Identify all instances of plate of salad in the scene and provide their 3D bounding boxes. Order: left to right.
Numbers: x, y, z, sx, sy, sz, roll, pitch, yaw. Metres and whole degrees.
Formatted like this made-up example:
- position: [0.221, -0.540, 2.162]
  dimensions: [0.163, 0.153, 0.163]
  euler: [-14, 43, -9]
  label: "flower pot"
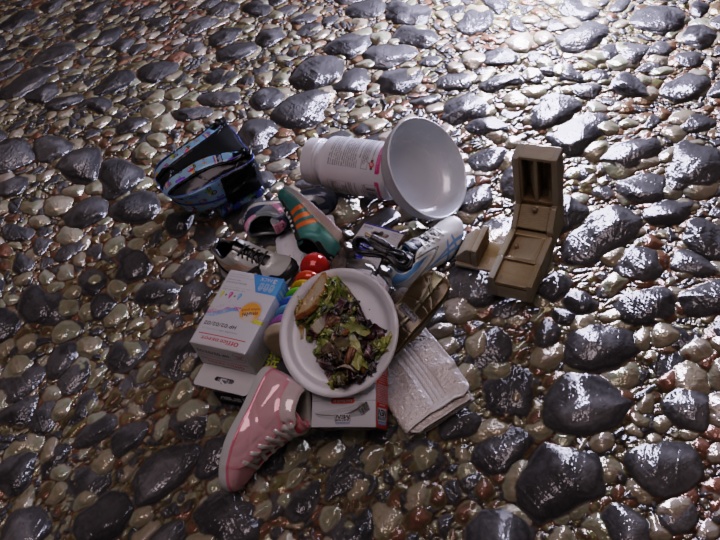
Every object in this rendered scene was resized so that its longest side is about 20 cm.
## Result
- position: [-0.038, 0.092, 1.164]
  dimensions: [0.197, 0.048, 0.203]
  euler: [-5, 74, 17]
  label: "plate of salad"

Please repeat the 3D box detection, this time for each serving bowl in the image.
- position: [0.112, -0.188, 1.454]
  dimensions: [0.066, 0.200, 0.201]
  euler: [-21, 32, 52]
  label: "serving bowl"

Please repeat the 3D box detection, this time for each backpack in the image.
- position: [-0.324, -0.198, 1.601]
  dimensions: [0.199, 0.135, 0.183]
  euler: [-32, 49, -13]
  label: "backpack"

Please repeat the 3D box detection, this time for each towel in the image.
- position: [0.084, 0.169, 1.233]
  dimensions: [0.131, 0.035, 0.200]
  euler: [-30, 48, -11]
  label: "towel"

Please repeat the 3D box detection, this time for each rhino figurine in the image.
- position: [0.029, 0.020, 1.312]
  dimensions: [0.199, 0.088, 0.060]
  euler: [35, 36, 17]
  label: "rhino figurine"

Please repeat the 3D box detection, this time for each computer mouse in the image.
- position: [0.012, 0.039, 1.267]
  dimensions: [0.109, 0.202, 0.044]
  euler: [27, 30, 12]
  label: "computer mouse"

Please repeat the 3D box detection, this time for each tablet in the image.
- position: [-0.099, -0.025, 1.442]
  dimensions: [0.129, 0.014, 0.201]
  euler: [-22, 41, 8]
  label: "tablet"

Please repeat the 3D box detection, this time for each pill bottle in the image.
- position: [-0.017, -0.212, 1.538]
  dimensions: [0.198, 0.114, 0.114]
  euler: [12, 54, 24]
  label: "pill bottle"

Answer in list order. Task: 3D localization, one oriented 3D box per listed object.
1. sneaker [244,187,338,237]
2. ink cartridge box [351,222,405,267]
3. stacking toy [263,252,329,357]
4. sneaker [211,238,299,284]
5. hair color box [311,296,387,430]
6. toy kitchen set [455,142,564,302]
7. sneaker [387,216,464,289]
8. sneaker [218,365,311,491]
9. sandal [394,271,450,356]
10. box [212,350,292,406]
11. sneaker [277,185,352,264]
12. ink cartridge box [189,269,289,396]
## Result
- position: [-0.140, -0.106, 1.510]
  dimensions: [0.197, 0.071, 0.083]
  euler: [-14, 37, 15]
  label: "sneaker"
- position: [0.000, 0.000, 1.403]
  dimensions: [0.094, 0.037, 0.201]
  euler: [17, 59, 29]
  label: "ink cartridge box"
- position: [-0.100, 0.051, 1.301]
  dimensions: [0.084, 0.086, 0.202]
  euler: [1, 47, 17]
  label: "stacking toy"
- position: [-0.204, -0.015, 1.426]
  dimensions: [0.198, 0.080, 0.074]
  euler: [6, 51, 33]
  label: "sneaker"
- position: [-0.015, 0.149, 1.202]
  dimensions: [0.109, 0.064, 0.203]
  euler: [-4, 73, 20]
  label: "hair color box"
- position: [0.245, -0.088, 1.308]
  dimensions: [0.161, 0.182, 0.201]
  euler: [11, 50, 26]
  label: "toy kitchen set"
- position: [0.116, -0.038, 1.378]
  dimensions: [0.200, 0.073, 0.072]
  euler: [-41, 50, -21]
  label: "sneaker"
- position: [-0.141, 0.256, 1.171]
  dimensions: [0.103, 0.075, 0.202]
  euler: [16, 75, 26]
  label: "sneaker"
- position: [0.072, 0.084, 1.248]
  dimensions: [0.200, 0.054, 0.080]
  euler: [-43, 61, 3]
  label: "sandal"
- position: [-0.144, 0.146, 1.313]
  dimensions: [0.158, 0.045, 0.202]
  euler: [7, 53, 21]
  label: "box"
- position: [-0.105, -0.084, 1.420]
  dimensions: [0.080, 0.071, 0.200]
  euler: [-47, 57, -1]
  label: "sneaker"
- position: [-0.208, 0.103, 1.293]
  dimensions: [0.114, 0.068, 0.202]
  euler: [8, 54, 23]
  label: "ink cartridge box"
